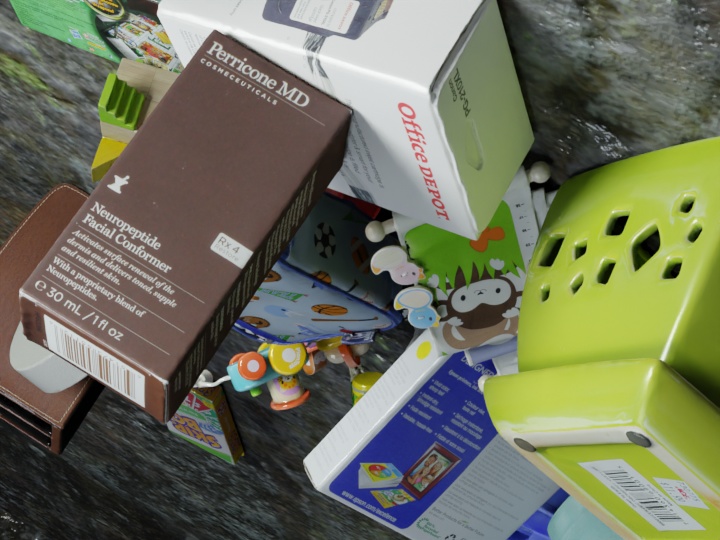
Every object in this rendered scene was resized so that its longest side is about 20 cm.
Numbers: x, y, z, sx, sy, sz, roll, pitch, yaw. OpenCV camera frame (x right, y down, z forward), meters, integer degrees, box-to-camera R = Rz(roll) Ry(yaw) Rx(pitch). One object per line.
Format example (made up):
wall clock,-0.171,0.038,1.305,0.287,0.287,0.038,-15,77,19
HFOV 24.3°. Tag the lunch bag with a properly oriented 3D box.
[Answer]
lunch bag,-0.068,-0.004,1.178,0.159,0.076,0.199,-9,153,35

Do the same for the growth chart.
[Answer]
growth chart,0.095,0.009,1.131,0.144,0.018,0.200,-26,132,10

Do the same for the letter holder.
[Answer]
letter holder,-0.282,0.041,1.554,0.141,0.201,0.101,31,158,1

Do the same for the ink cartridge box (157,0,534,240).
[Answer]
ink cartridge box,-0.005,-0.117,1.023,0.198,0.085,0.145,21,155,28

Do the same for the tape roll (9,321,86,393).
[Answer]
tape roll,-0.220,0.013,1.416,0.037,0.204,0.202,41,156,-22

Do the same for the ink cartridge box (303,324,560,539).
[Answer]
ink cartridge box,0.089,0.120,1.260,0.197,0.200,0.047,34,-166,-39

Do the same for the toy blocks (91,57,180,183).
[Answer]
toy blocks,-0.111,-0.079,1.201,0.135,0.101,0.200,16,161,0

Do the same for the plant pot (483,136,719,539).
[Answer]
plant pot,0.202,0.060,0.993,0.200,0.182,0.198,39,156,-20

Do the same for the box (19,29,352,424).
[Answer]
box,-0.096,-0.026,0.954,0.100,0.201,0.075,30,155,6

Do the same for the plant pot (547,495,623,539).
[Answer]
plant pot,0.230,0.219,1.305,0.135,0.199,0.201,53,166,23

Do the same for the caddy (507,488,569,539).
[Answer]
caddy,0.136,0.199,1.457,0.198,0.106,0.142,20,156,26

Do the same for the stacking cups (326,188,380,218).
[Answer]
stacking cups,-0.055,-0.050,1.280,0.060,0.061,0.199,43,150,-25

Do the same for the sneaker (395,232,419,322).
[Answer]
sneaker,0.000,0.000,1.292,0.199,0.079,0.075,-7,100,38

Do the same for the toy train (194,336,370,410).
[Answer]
toy train,-0.058,0.078,1.394,0.149,0.199,0.056,-24,92,38

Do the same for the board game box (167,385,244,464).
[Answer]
board game box,-0.188,0.162,1.912,0.095,0.030,0.200,25,159,17

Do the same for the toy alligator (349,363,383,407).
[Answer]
toy alligator,0.020,0.112,1.374,0.054,0.200,0.060,-3,110,-2

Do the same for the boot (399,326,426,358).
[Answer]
boot,0.065,0.088,1.335,0.073,0.096,0.201,22,156,22

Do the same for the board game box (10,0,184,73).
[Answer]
board game box,-0.174,-0.182,1.190,0.198,0.024,0.105,23,158,19
